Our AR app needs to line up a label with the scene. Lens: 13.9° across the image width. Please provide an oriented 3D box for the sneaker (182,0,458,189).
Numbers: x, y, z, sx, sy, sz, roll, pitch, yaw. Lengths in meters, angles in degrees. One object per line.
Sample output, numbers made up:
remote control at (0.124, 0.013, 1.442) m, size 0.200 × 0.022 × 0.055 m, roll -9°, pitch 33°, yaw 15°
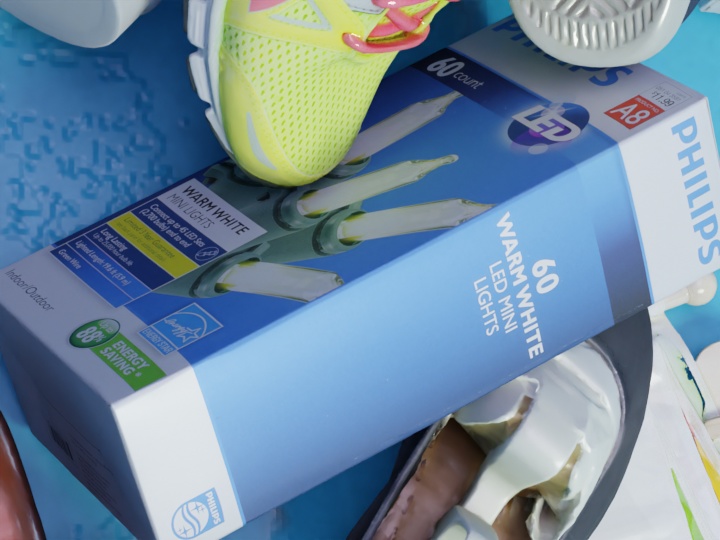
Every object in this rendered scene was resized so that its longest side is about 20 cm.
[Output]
sneaker at (0.019, -0.103, 0.812) m, size 0.090 × 0.201 × 0.078 m, roll 34°, pitch 26°, yaw 23°

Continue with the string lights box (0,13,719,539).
string lights box at (0.000, 0.000, 0.872) m, size 0.199 × 0.103 × 0.059 m, roll -28°, pitch 121°, yaw -19°

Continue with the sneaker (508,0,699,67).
sneaker at (0.078, -0.163, 0.865) m, size 0.074 × 0.084 × 0.201 m, roll 9°, pitch 102°, yaw 19°

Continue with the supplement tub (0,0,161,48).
supplement tub at (-0.053, -0.179, 0.873) m, size 0.145 × 0.145 × 0.200 m, roll 42°, pitch 72°, yaw -5°

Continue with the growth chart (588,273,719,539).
growth chart at (0.082, 0.105, 0.926) m, size 0.144 × 0.018 × 0.201 m, roll -12°, pitch 83°, yaw -18°

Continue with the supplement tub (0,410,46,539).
supplement tub at (-0.188, 0.097, 0.805) m, size 0.199 × 0.107 × 0.108 m, roll -16°, pitch 85°, yaw -18°

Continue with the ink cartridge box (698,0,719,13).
ink cartridge box at (0.194, -0.181, 0.973) m, size 0.144 × 0.087 × 0.201 m, roll 5°, pitch 81°, yaw -15°

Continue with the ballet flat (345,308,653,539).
ballet flat at (0.036, 0.074, 0.875) m, size 0.073 × 0.073 × 0.200 m, roll 37°, pitch 72°, yaw -6°
